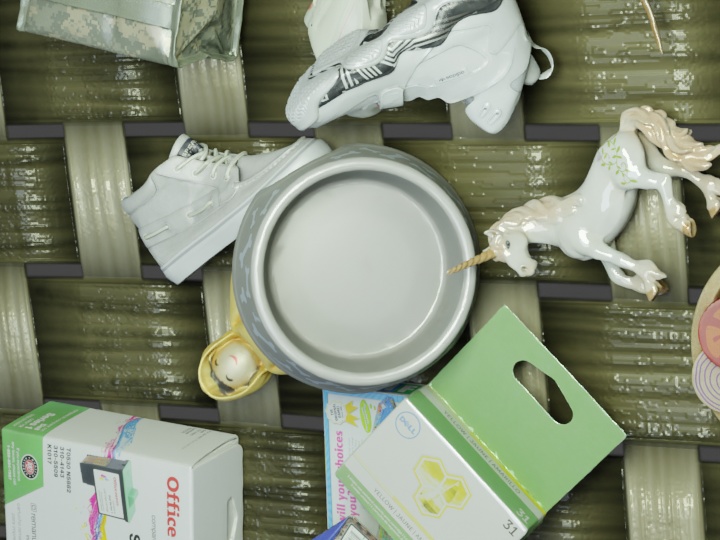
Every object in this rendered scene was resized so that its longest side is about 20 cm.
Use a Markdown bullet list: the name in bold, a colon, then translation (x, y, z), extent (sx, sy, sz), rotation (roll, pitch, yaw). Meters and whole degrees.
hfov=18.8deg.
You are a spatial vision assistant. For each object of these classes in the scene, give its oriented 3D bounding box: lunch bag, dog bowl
- **lunch bag**: translation (-0.174, -0.276, 1.741), extent (0.164, 0.118, 0.201), rotation (16, 105, 24)
- **dog bowl**: translation (0.000, 0.000, 1.697), extent (0.199, 0.059, 0.201), rotation (0, 92, -6)

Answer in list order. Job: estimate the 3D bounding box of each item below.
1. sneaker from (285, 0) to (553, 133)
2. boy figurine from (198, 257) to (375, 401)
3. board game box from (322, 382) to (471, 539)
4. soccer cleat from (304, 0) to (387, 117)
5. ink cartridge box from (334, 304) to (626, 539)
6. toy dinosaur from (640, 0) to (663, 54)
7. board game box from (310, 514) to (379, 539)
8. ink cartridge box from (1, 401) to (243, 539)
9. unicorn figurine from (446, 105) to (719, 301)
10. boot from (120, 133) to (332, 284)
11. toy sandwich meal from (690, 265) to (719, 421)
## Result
- **sneaker**: translation (0.047, -0.142, 1.649), extent (0.200, 0.075, 0.115), rotation (-34, 111, 10)
- **boy figurine**: translation (-0.066, 0.034, 1.801), extent (0.200, 0.064, 0.124), rotation (-42, 86, 27)
- **board game box**: translation (0.037, 0.192, 1.806), extent (0.134, 0.034, 0.201), rotation (6, 107, 26)
- **soccer cleat**: translation (-0.010, -0.217, 1.698), extent (0.077, 0.069, 0.201), rotation (10, 111, 29)
- **ink cartridge box**: translation (0.092, 0.146, 1.718), extent (0.146, 0.048, 0.200), rotation (47, 122, 9)
- **toy dinosaur**: translation (0.151, -0.247, 1.616), extent (0.200, 0.060, 0.106), rotation (24, 144, 28)
- **board game box**: translation (0.004, 0.330, 1.753), extent (0.200, 0.160, 0.097), rotation (44, 136, -9)
- **ink cartridge box**: translation (-0.209, 0.208, 1.914), extent (0.199, 0.084, 0.145), rotation (8, 108, 26)
- **unicorn figurine**: translation (0.183, -0.039, 1.649), extent (0.137, 0.074, 0.200), rotation (37, 102, 14)
- **boot**: translation (-0.118, -0.074, 1.789), extent (0.200, 0.074, 0.096), rotation (-37, 92, 32)
- **toy sandwich meal**: translation (0.331, 0.066, 1.591), extent (0.205, 0.070, 0.206), rotation (8, 108, 26)
